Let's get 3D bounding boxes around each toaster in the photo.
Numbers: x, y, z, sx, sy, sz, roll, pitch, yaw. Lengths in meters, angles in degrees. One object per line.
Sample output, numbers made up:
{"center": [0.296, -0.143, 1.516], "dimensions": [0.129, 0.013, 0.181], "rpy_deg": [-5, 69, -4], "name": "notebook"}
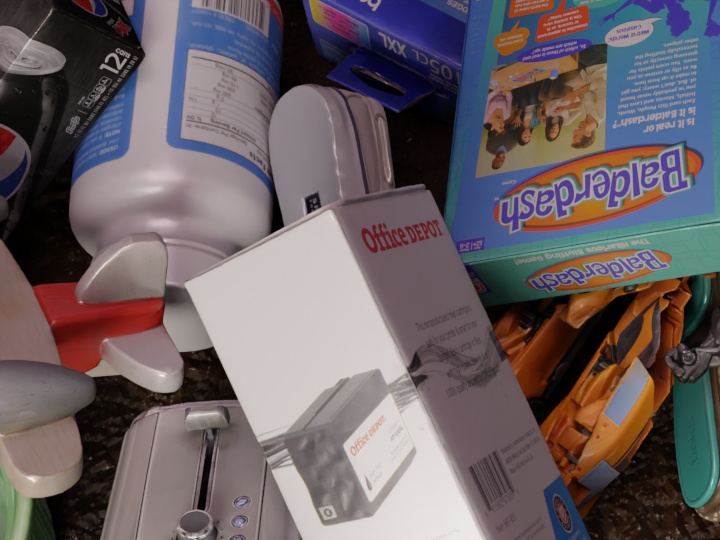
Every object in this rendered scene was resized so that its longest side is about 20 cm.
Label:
{"center": [-0.059, 0.153, 0.991], "dimensions": [0.113, 0.200, 0.129], "rpy_deg": [-4, 45, 7], "name": "toaster"}

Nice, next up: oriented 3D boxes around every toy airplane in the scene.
{"center": [-0.183, 0.022, 0.977], "dimensions": [0.200, 0.141, 0.199], "rpy_deg": [6, 42, 26], "name": "toy airplane"}

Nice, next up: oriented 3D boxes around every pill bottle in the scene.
{"center": [-0.102, -0.062, 1.138], "dimensions": [0.112, 0.112, 0.200], "rpy_deg": [-1, 62, 8], "name": "pill bottle"}

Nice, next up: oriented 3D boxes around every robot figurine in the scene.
{"center": [0.117, 0.031, 1.049], "dimensions": [0.145, 0.058, 0.200], "rpy_deg": [34, 92, 40], "name": "robot figurine"}

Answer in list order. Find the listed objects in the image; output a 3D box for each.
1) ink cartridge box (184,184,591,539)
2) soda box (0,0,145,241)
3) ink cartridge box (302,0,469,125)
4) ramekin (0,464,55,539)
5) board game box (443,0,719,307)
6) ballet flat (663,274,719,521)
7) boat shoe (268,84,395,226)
{"center": [0.019, 0.071, 0.944], "dimensions": [0.084, 0.145, 0.200], "rpy_deg": [-26, 87, 19], "name": "ink cartridge box"}
{"center": [-0.203, -0.072, 1.122], "dimensions": [0.200, 0.063, 0.071], "rpy_deg": [-50, 39, 20], "name": "soda box"}
{"center": [0.060, -0.164, 1.189], "dimensions": [0.136, 0.076, 0.200], "rpy_deg": [29, 72, 21], "name": "ink cartridge box"}
{"center": [-0.253, 0.142, 1.063], "dimensions": [0.200, 0.098, 0.200], "rpy_deg": [-4, 62, 7], "name": "ramekin"}
{"center": [0.122, -0.086, 1.039], "dimensions": [0.152, 0.045, 0.200], "rpy_deg": [-9, 56, 28], "name": "board game box"}
{"center": [0.192, 0.038, 1.080], "dimensions": [0.065, 0.071, 0.200], "rpy_deg": [7, 64, -18], "name": "ballet flat"}
{"center": [0.000, 0.000, 1.112], "dimensions": [0.071, 0.070, 0.200], "rpy_deg": [-18, 77, 45], "name": "boat shoe"}
